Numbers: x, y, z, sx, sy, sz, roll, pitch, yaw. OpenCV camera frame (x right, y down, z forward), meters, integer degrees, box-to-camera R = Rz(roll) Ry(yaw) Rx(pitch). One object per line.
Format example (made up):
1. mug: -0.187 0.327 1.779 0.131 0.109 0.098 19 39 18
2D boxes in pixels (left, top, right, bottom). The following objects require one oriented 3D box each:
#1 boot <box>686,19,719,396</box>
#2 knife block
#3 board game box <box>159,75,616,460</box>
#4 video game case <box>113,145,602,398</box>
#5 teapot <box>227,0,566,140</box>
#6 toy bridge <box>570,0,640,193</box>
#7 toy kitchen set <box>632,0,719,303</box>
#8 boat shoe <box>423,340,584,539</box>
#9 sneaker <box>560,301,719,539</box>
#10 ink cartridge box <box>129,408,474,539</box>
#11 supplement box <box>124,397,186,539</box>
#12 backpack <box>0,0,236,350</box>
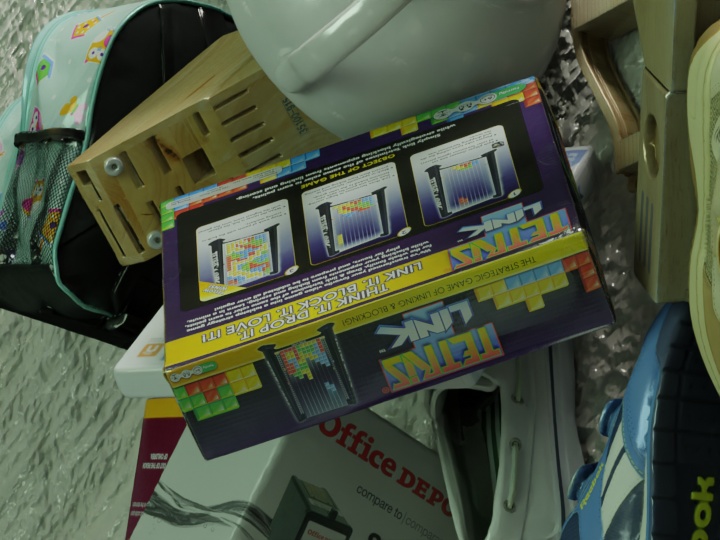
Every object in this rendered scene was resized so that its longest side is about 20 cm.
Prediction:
1. boot: 0.197 0.002 1.107 0.155 0.073 0.200 -143 44 -67
2. knife block: -0.062 -0.093 1.483 0.200 0.064 0.176 -29 17 -1
3. board game box: 0.008 -0.004 1.271 0.200 0.057 0.165 -18 30 6
4. video game case: 0.000 0.000 1.350 0.200 0.022 0.182 -3 33 30
5. teapot: 0.034 -0.162 1.365 0.146 0.197 0.200 -38 52 42
6. toy bridge: 0.134 -0.133 1.357 0.067 0.027 0.200 -25 59 52
7. toy kitchen set: 0.112 -0.103 1.253 0.200 0.163 0.181 -115 23 -67
8. boat shoe: 0.066 0.059 1.350 0.074 0.067 0.200 -46 44 36
9. sneaker: 0.132 0.100 1.239 0.082 0.074 0.200 7 83 57
10. ink cartridge box: -0.040 0.162 1.351 0.084 0.146 0.200 8 68 53
11. supplement box: -0.068 0.174 1.449 0.086 0.110 0.200 171 110 -67
12. backpack: -0.127 -0.056 1.572 0.153 0.176 0.200 6 79 51
